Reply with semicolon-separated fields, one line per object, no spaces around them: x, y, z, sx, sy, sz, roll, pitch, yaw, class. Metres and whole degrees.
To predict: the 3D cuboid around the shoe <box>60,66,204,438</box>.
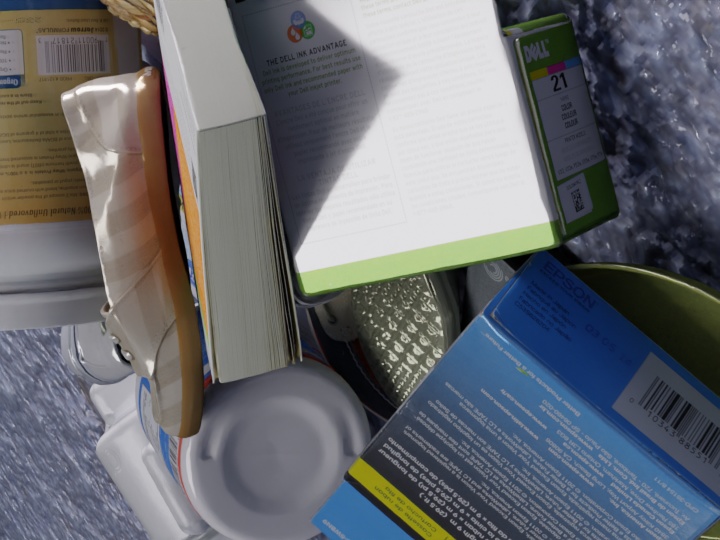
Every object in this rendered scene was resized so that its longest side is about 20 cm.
-0.117;-0.006;1.129;0.070;0.053;0.201;-116;19;-74;shoe

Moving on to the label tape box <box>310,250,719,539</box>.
0.082;0.102;1.051;0.144;0.063;0.200;40;137;3;label tape box

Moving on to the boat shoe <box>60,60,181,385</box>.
-0.132;-0.032;1.286;0.067;0.073;0.201;-7;79;55;boat shoe

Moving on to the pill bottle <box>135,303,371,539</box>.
-0.072;0.081;1.275;0.113;0.112;0.200;68;170;-19;pill bottle

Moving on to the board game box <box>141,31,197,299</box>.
-0.131;-0.090;1.412;0.200;0.041;0.200;43;150;28;board game box

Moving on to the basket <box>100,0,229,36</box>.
-0.101;-0.235;1.085;0.200;0.142;0.149;59;155;-1;basket

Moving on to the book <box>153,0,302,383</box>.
-0.073;-0.056;1.063;0.200;0.048;0.134;87;167;-54;book

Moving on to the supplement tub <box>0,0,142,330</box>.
-0.190;-0.072;1.188;0.144;0.144;0.201;3;97;60;supplement tub

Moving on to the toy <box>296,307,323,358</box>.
-0.033;0.054;1.389;0.115;0.047;0.200;34;149;35;toy

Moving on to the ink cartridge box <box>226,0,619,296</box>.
0.024;-0.102;1.024;0.147;0.076;0.201;-11;96;31;ink cartridge box

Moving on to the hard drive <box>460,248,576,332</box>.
0.109;0.076;1.177;0.140;0.033;0.200;43;150;29;hard drive

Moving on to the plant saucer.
0.148;0.073;1.050;0.199;0.031;0.201;20;133;22;plant saucer

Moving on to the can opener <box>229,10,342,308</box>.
-0.040;-0.077;1.180;0.067;0.053;0.201;-32;65;54;can opener

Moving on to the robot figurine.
-0.114;0.149;1.558;0.200;0.113;0.170;56;-167;6;robot figurine

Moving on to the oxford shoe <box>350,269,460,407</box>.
0.029;-0.010;1.183;0.075;0.058;0.201;7;118;40;oxford shoe

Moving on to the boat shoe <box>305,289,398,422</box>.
0.000;0.000;1.247;0.201;0.071;0.063;64;159;2;boat shoe
